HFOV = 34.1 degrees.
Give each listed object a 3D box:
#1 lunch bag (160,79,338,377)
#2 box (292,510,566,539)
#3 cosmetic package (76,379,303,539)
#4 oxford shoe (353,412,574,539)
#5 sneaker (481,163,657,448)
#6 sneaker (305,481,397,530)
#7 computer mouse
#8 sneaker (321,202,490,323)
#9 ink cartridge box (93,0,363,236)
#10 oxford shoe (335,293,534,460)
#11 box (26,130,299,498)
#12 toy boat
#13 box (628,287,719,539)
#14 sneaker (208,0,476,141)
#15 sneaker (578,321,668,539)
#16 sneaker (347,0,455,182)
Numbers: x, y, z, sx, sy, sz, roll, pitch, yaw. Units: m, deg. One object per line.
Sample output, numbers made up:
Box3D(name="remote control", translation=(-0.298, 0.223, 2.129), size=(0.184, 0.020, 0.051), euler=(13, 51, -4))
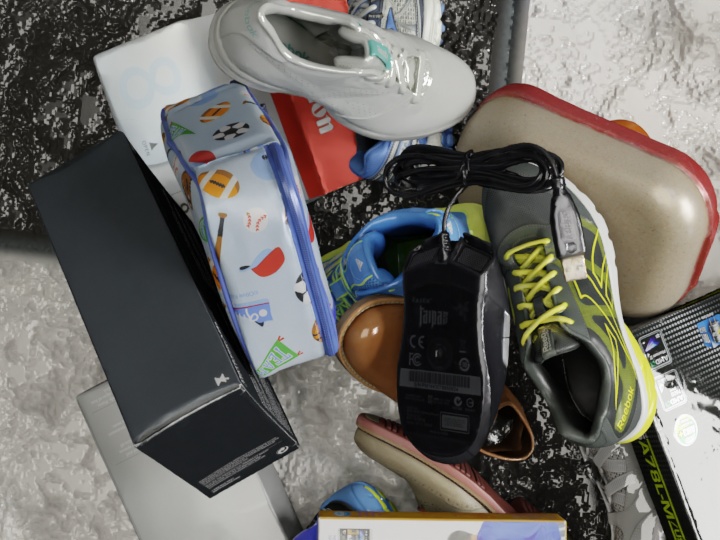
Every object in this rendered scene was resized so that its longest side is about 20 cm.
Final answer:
Box3D(name="lunch bag", translation=(-0.072, -0.030, 0.781), size=(0.075, 0.200, 0.162), euler=(-19, 119, -5))
Box3D(name="box", translation=(0.044, 0.231, 0.818), size=(0.197, 0.041, 0.121), euler=(1, 86, -3))
Box3D(name="cosmetic package", translation=(-0.120, 0.159, 0.880), size=(0.106, 0.090, 0.202), euler=(-23, 90, 2))
Box3D(name="oxford shoe", translation=(0.068, 0.182, 0.873), size=(0.199, 0.070, 0.075), euler=(35, 95, 4))
Box3D(name="sneaker", translation=(0.131, 0.020, 0.755), size=(0.074, 0.084, 0.202), euler=(-29, 82, 28))
Box3D(name="sneaker", translation=(0.026, 0.258, 0.880), size=(0.082, 0.071, 0.201), euler=(-33, 83, 9))
Box3D(name="computer mouse", translation=(0.084, 0.018, 0.728), size=(0.139, 0.046, 0.203), euler=(-4, 89, 39))
Box3D(name="sneaker", translation=(0.000, 0.000, 0.838), size=(0.199, 0.105, 0.077), euler=(-28, 69, 25))
Box3D(name="ink cartridge box", translation=(-0.085, -0.121, 0.898), size=(0.198, 0.047, 0.162), euler=(-21, 88, 5))
Box3D(name="oxford shoe", translation=(0.060, 0.078, 0.815), size=(0.199, 0.071, 0.072), euler=(33, 96, -40))
Box3D(name="box", translation=(-0.128, 0.032, 0.775), size=(0.078, 0.141, 0.201), euler=(-28, 64, -3))
Box3D(name="toy boat", translation=(0.169, -0.066, 0.850), size=(0.198, 0.131, 0.132), euler=(28, 135, 21))
Box3D(name="box", translation=(0.285, 0.106, 0.832), size=(0.198, 0.047, 0.195), euler=(-19, 86, -22))
Box3D(name="sneaker", translation=(0.003, -0.135, 0.778), size=(0.198, 0.088, 0.076), euler=(9, 85, -27))
Box3D(name="sneaker", translation=(0.191, 0.137, 0.870), size=(0.081, 0.075, 0.203), euler=(2, 78, 10))
Box3D(name="sneaker", translation=(0.013, -0.160, 0.861), size=(0.084, 0.077, 0.203), euler=(-8, 86, -30))
